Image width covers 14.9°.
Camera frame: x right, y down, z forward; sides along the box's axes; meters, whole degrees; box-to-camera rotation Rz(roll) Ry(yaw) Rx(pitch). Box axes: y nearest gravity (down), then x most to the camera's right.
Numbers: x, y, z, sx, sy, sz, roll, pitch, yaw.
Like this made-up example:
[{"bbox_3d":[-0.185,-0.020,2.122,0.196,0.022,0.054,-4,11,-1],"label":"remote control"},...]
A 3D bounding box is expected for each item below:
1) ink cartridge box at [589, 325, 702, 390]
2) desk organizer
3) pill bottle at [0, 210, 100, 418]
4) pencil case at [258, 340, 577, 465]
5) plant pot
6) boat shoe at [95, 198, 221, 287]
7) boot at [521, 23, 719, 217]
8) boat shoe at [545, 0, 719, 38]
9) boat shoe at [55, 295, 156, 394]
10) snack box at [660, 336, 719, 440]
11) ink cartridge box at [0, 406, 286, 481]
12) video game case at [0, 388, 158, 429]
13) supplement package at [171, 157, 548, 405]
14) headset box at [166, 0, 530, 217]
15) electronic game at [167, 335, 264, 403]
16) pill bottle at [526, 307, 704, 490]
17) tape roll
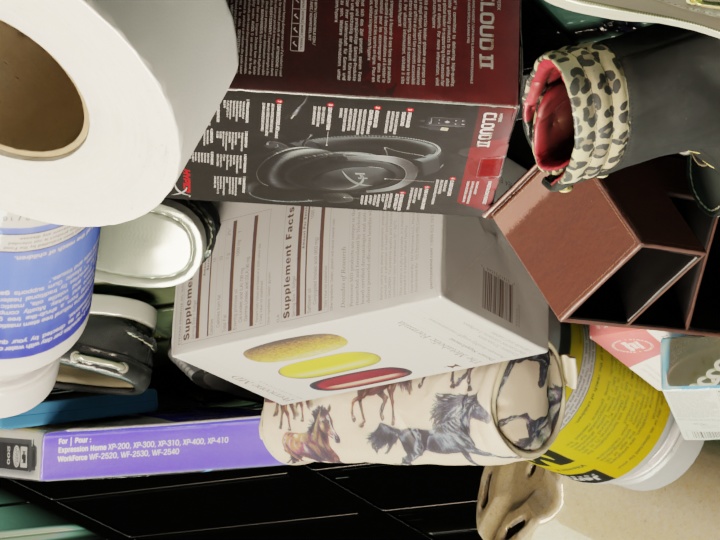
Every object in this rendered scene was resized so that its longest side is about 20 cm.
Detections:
[{"bbox_3d":[0.255,0.017,1.701,0.200,0.068,0.116,-10,156,27],"label":"ink cartridge box"},{"bbox_3d":[0.164,-0.016,1.514,0.072,0.077,0.200,-45,152,26],"label":"desk organizer"},{"bbox_3d":[-0.201,-0.013,1.517,0.112,0.112,0.200,5,134,-8],"label":"pill bottle"},{"bbox_3d":[0.035,0.079,1.693,0.200,0.089,0.078,-4,117,39],"label":"pencil case"},{"bbox_3d":[0.193,0.172,1.978,0.183,0.201,0.200,23,153,-20],"label":"plant pot"},{"bbox_3d":[-0.181,-0.034,1.615,0.200,0.076,0.060,15,-159,7],"label":"boat shoe"},{"bbox_3d":[0.152,-0.075,1.394,0.153,0.074,0.204,-19,157,-15],"label":"boot"},{"bbox_3d":[0.175,-0.146,1.277,0.201,0.072,0.060,6,164,0],"label":"boat shoe"},{"bbox_3d":[-0.236,0.050,1.828,0.199,0.060,0.076,-1,159,7],"label":"boat shoe"},{"bbox_3d":[0.290,0.070,1.688,0.199,0.037,0.116,-3,161,12],"label":"snack box"},{"bbox_3d":[-0.147,0.121,1.921,0.198,0.044,0.200,-3,178,-25],"label":"ink cartridge box"},{"bbox_3d":[-0.261,0.100,1.938,0.200,0.018,0.143,-5,180,45],"label":"video game case"},{"bbox_3d":[0.000,0.000,1.624,0.200,0.110,0.114,-13,154,36],"label":"supplement package"},{"bbox_3d":[-0.002,-0.092,1.431,0.199,0.077,0.149,2,159,-2],"label":"headset box"},{"bbox_3d":[-0.033,0.063,1.885,0.199,0.042,0.200,4,167,1],"label":"electronic game"},{"bbox_3d":[0.136,0.076,1.803,0.114,0.115,0.200,-15,153,38],"label":"pill bottle"},{"bbox_3d":[-0.162,-0.112,1.299,0.202,0.071,0.203,18,146,13],"label":"tape roll"}]
